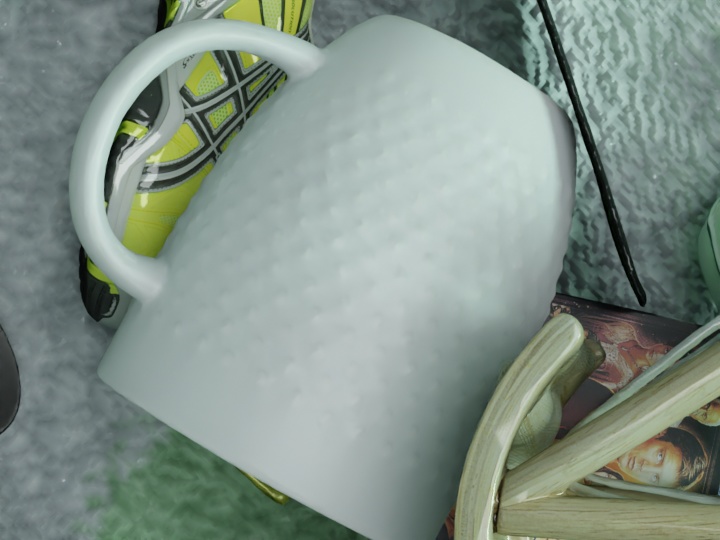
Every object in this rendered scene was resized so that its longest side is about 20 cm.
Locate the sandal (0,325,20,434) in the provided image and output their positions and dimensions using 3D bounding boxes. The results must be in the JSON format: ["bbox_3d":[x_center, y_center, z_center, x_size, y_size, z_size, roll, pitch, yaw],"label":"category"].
[{"bbox_3d":[-0.210,-0.007,0.838,0.075,0.045,0.201,-37,100,-12],"label":"sandal"}]

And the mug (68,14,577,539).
[{"bbox_3d":[-0.018,-0.014,0.805,0.199,0.148,0.176,30,87,-19],"label":"mug"}]

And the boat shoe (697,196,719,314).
[{"bbox_3d":[0.203,0.043,0.888,0.073,0.065,0.201,-20,66,-18],"label":"boat shoe"}]

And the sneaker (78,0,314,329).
[{"bbox_3d":[-0.059,-0.067,0.865,0.076,0.075,0.201,23,85,-13],"label":"sneaker"}]

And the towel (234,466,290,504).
[{"bbox_3d":[0.000,0.000,0.912,0.086,0.018,0.200,43,79,-13],"label":"towel"}]

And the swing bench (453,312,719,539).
[{"bbox_3d":[0.130,0.066,0.765,0.198,0.199,0.131,-15,84,6],"label":"swing bench"}]

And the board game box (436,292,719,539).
[{"bbox_3d":[0.079,0.111,0.889,0.134,0.035,0.202,12,89,3],"label":"board game box"}]

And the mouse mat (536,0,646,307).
[{"bbox_3d":[0.083,-0.081,0.853,0.007,0.161,0.201,-19,85,6],"label":"mouse mat"}]
